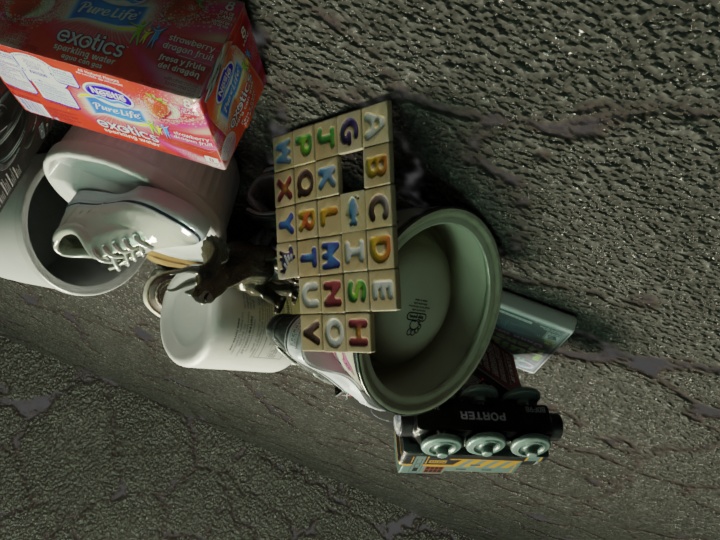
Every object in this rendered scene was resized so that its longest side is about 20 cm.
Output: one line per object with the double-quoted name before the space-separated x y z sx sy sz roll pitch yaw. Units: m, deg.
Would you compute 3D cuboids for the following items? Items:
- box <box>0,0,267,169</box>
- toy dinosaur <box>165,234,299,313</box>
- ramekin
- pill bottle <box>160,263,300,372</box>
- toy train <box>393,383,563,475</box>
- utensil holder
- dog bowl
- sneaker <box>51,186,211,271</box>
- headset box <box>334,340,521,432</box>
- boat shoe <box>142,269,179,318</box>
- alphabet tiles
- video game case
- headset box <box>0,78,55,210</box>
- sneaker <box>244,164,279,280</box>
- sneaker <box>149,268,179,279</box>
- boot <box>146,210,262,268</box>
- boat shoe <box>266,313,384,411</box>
"box" -0.186 -0.168 0.640 0.197 0.097 0.100 17 159 11
"toy dinosaur" -0.111 -0.002 0.819 0.101 0.078 0.200 24 -174 4
"ramekin" -0.217 -0.100 0.838 0.199 0.095 0.203 19 159 7
"pill bottle" -0.127 0.062 0.955 0.113 0.117 0.198 1 172 42
"toy train" 0.128 0.186 0.915 0.196 0.086 0.115 3 143 -12
"utensil holder" -0.379 -0.060 0.990 0.198 0.172 0.170 3 153 43
"dog bowl" 0.047 0.031 0.772 0.073 0.202 0.200 20 164 44
"sneaker" -0.222 -0.033 0.770 0.198 0.072 0.073 2 152 40
"headset box" 0.088 0.131 0.966 0.199 0.078 0.148 34 122 -30
"boat shoe" -0.184 0.046 1.041 0.198 0.073 0.059 20 173 -43
"alphabet tiles" -0.025 -0.031 0.701 0.007 0.204 0.166 0 177 -40
"video game case" 0.141 0.060 0.970 0.197 0.024 0.182 20 159 5
"headset box" -0.389 -0.122 0.782 0.076 0.202 0.149 21 158 -1
"sneaker" -0.088 -0.054 0.857 0.198 0.076 0.113 -11 142 45
"sneaker" -0.256 0.040 1.240 0.197 0.079 0.100 6 151 33
"boot" -0.212 -0.033 1.034 0.197 0.067 0.176 14 157 23
"boat shoe" -0.017 0.085 0.834 0.070 0.073 0.200 20 167 43
